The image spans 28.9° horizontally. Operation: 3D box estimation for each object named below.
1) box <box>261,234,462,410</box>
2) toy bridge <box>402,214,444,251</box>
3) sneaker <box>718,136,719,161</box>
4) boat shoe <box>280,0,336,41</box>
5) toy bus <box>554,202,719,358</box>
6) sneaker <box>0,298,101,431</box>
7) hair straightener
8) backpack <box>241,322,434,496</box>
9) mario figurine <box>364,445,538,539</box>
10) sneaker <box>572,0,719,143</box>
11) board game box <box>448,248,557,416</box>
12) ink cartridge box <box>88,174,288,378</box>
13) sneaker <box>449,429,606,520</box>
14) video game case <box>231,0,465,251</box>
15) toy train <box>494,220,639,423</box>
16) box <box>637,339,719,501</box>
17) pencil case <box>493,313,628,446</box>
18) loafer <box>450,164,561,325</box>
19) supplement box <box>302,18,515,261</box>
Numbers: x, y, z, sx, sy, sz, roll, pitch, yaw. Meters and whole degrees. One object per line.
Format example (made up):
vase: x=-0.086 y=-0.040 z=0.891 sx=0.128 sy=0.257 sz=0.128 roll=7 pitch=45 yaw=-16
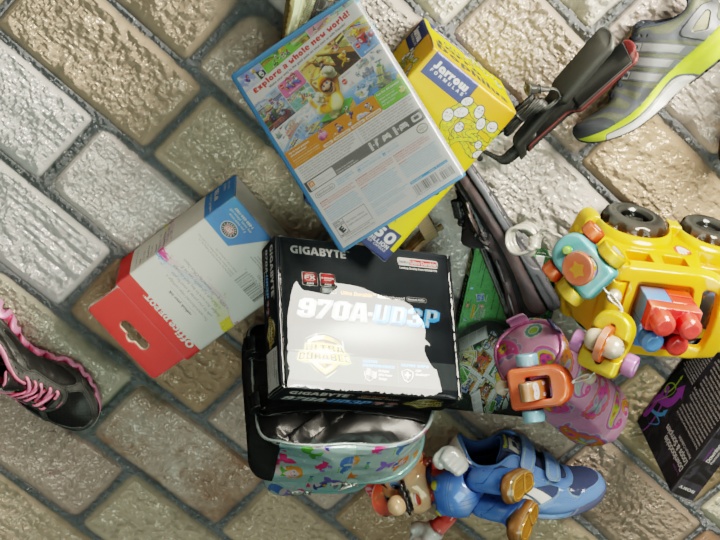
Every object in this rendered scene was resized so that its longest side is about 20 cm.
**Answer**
box: x=0.001 y=0.055 z=1.405 sx=0.199 sy=0.160 sz=0.046 roll=7 pitch=157 yaw=-24
toy bridge: x=0.000 y=0.000 z=1.486 sx=0.199 sy=0.027 sz=0.067 roll=-28 pitch=124 yaw=6
sneaker: x=0.431 y=-0.194 z=1.403 sx=0.089 sy=0.067 sz=0.201 roll=11 pitch=111 yaw=-3
boat shoe: x=-0.042 y=-0.235 z=1.353 sx=0.066 sy=0.072 sz=0.202 roll=8 pitch=110 yaw=0
toy bus: x=0.321 y=0.029 z=1.433 sx=0.199 sy=0.192 sz=0.136 roll=7 pitch=113 yaw=-13
sneaker: x=-0.361 y=0.114 z=1.484 sx=0.079 sy=0.095 sz=0.200 roll=-42 pitch=112 yaw=13
hair straightener: x=0.179 y=-0.173 z=1.391 sx=0.077 sy=0.041 sz=0.200 roll=22 pitch=133 yaw=-37
backpack: x=-0.024 y=0.146 z=1.478 sx=0.199 sy=0.178 sz=0.151 roll=-3 pitch=138 yaw=-8
mario figurine: x=0.085 y=0.250 z=1.508 sx=0.199 sy=0.106 sz=0.124 roll=3 pitch=83 yaw=35
sneaker: x=0.288 y=-0.204 z=1.399 sx=0.200 sy=0.074 sz=0.081 roll=-41 pitch=92 yaw=15
board game box: x=0.154 y=0.066 z=1.534 sx=0.104 sy=0.023 sz=0.201 roll=9 pitch=114 yaw=-7
ink cartridge box: x=-0.173 y=0.009 z=1.460 sx=0.200 sy=0.067 sz=0.116 roll=-35 pitch=113 yaw=11
sneaker: x=0.186 y=0.230 z=1.586 sx=0.199 sy=0.074 sz=0.083 roll=4 pitch=113 yaw=-7
video game case: x=-0.012 y=-0.138 z=1.317 sx=0.143 sy=0.018 sz=0.200 roll=-31 pitch=94 yaw=17
toy train: x=0.192 y=0.050 z=1.361 sx=0.150 sy=0.056 sz=0.201 roll=-3 pitch=91 yaw=24
box: x=0.384 y=0.133 z=1.514 sx=0.036 sy=0.143 sz=0.200 roll=27 pitch=111 yaw=-16
pencil case: x=0.216 y=0.119 z=1.493 sx=0.087 sy=0.088 sz=0.200 roll=-36 pitch=138 yaw=13
loafer: x=0.135 y=-0.026 z=1.444 sx=0.063 sy=0.072 sz=0.200 roll=-32 pitch=109 yaw=8
supplement box: x=0.044 y=-0.130 z=1.387 sx=0.109 sy=0.110 sz=0.200 roll=35 pitch=108 yaw=-18
